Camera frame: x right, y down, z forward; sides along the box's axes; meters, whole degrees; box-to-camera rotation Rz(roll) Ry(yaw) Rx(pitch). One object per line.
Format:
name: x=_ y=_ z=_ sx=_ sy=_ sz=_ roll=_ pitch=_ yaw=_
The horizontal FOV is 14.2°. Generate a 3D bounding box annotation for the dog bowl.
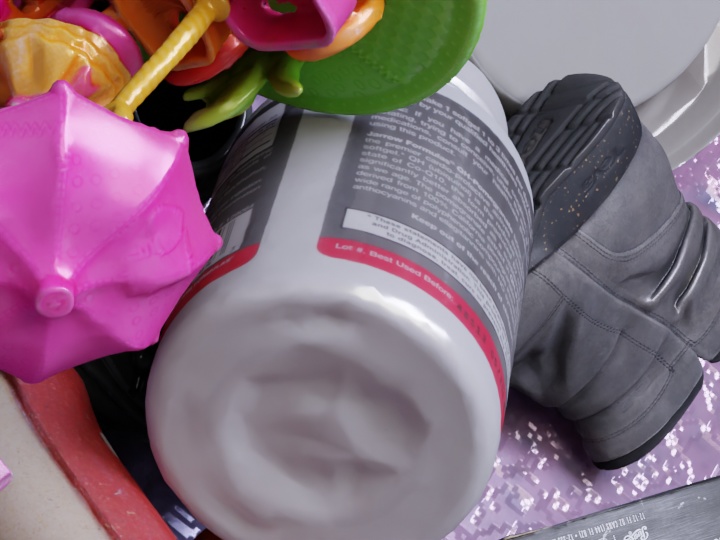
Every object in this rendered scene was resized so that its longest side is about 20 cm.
dog bowl: x=0.080 y=-0.132 z=1.119 sx=0.200 sy=0.059 sz=0.201 roll=-9 pitch=108 yaw=-30

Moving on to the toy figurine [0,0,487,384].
toy figurine: x=-0.087 y=-0.048 z=0.855 sx=0.150 sy=0.200 sz=0.184 roll=58 pitch=48 yaw=-28

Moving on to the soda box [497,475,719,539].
soda box: x=0.132 y=0.117 z=1.099 sx=0.200 sy=0.063 sz=0.071 roll=-13 pitch=79 yaw=-29

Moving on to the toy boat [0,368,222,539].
toy boat: x=-0.069 y=0.113 z=0.940 sx=0.130 sy=0.131 sz=0.200 roll=-13 pitch=49 yaw=-34

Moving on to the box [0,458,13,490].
box: x=-0.223 y=0.098 z=0.845 sx=0.176 sy=0.200 sz=0.097 roll=-40 pitch=93 yaw=-32

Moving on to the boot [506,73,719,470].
boot: x=0.064 y=0.036 z=1.086 sx=0.200 sy=0.070 sz=0.132 roll=-44 pitch=124 yaw=-6

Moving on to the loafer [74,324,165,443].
loafer: x=-0.112 y=0.011 z=1.011 sx=0.200 sy=0.070 sz=0.068 roll=30 pitch=64 yaw=-30

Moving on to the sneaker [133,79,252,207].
sneaker: x=-0.128 y=-0.064 z=1.011 sx=0.200 sy=0.099 sz=0.071 roll=9 pitch=70 yaw=-23

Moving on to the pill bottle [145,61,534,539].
pill bottle: x=0.000 y=0.000 z=0.958 sx=0.111 sy=0.111 sz=0.200 roll=35 pitch=30 yaw=-12
